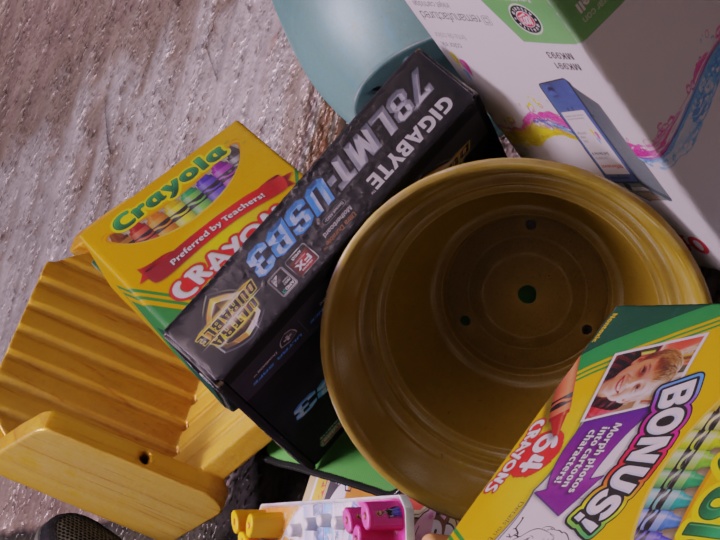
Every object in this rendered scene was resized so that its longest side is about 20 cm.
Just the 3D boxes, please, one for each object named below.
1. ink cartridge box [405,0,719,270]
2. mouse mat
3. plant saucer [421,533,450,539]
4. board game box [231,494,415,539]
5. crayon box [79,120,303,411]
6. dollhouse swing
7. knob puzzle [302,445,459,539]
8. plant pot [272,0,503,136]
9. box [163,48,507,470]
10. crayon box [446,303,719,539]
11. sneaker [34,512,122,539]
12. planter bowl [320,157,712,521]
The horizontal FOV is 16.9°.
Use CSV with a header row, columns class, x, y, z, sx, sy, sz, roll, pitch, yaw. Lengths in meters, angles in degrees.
class,x,y,z,sx,sy,sz,roll,pitch,yaw
ink cartridge box,0.124,-0.102,1.202,0.088,0.200,0.145,-47,27,-14
mouse mat,0.025,0.055,1.386,0.161,0.008,0.200,-53,20,-13
plant saucer,0.051,0.228,1.176,0.200,0.037,0.202,180,90,-86
board game box,-0.022,0.222,1.287,0.200,0.026,0.201,165,105,-65
crayon box,-0.084,-0.013,1.457,0.127,0.051,0.200,-38,39,-11
dollhouse swing,-0.114,0.030,1.496,0.176,0.181,0.201,119,172,-49
knob puzzle,0.005,0.150,1.350,0.220,0.030,0.221,-41,36,39
plant pot,0.041,-0.168,1.410,0.200,0.200,0.162,-38,53,38
box,0.000,0.000,1.300,0.050,0.199,0.200,40,84,21
crayon box,0.129,0.100,1.027,0.172,0.058,0.200,-5,41,54
sneaker,-0.122,0.187,1.438,0.199,0.076,0.115,46,128,40
planter bowl,0.083,0.025,1.242,0.201,0.200,0.084,-52,7,22
